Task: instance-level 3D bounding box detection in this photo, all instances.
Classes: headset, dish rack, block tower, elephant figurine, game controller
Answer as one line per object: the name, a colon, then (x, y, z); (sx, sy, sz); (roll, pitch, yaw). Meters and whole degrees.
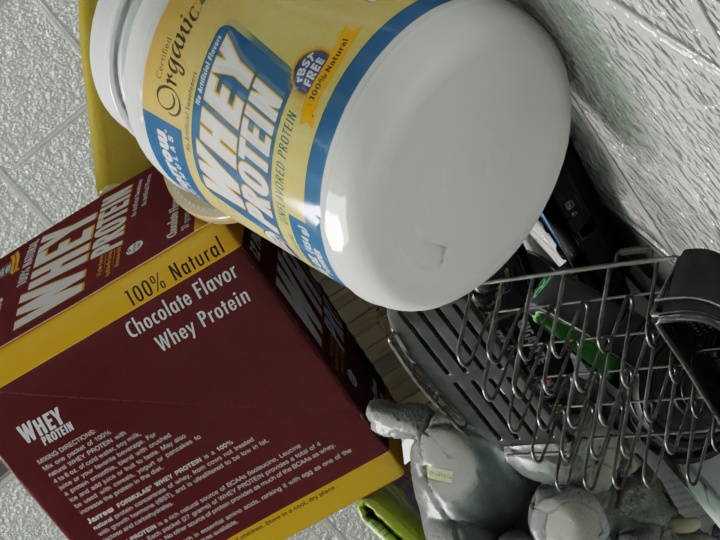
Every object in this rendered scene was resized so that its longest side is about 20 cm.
headset: (0.168, 0.078, 0.962); (0.199, 0.094, 0.124); (34, 175, 15)
dish rack: (0.111, 0.056, 0.856); (0.199, 0.055, 0.154); (-7, 137, 33)
block tower: (0.012, 0.011, 1.088); (0.200, 0.058, 0.054); (55, -169, -15)
elephant figurine: (0.126, 0.136, 1.043); (0.199, 0.141, 0.156); (6, -110, -53)
game controller: (0.100, -0.047, 0.993); (0.104, 0.042, 0.200); (50, 179, 35)

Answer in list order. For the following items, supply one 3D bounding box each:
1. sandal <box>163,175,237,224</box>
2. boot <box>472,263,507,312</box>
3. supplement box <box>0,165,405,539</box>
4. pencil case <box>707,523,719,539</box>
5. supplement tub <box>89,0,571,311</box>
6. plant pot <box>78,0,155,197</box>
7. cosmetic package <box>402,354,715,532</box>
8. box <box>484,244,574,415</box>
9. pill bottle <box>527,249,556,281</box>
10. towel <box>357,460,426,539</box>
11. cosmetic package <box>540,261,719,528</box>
sandal: (-0.103, -0.103, 0.994); (0.070, 0.078, 0.212); (44, -171, -35)
boot: (0.046, -0.032, 0.991); (0.211, 0.079, 0.158); (52, -165, -54)
supplement box: (-0.108, 0.061, 1.077); (0.200, 0.197, 0.133); (55, -167, -25)
pencil case: (0.296, 0.225, 1.187); (0.090, 0.078, 0.200); (59, 177, -17)
supplement tub: (-0.018, -0.083, 0.829); (0.200, 0.145, 0.145); (30, 167, 37)
plant pot: (-0.086, -0.161, 1.191); (0.194, 0.194, 0.201); (47, -150, -87)
cosmetic package: (0.170, 0.164, 1.353); (0.199, 0.123, 0.200); (1, -138, -53)
box: (0.096, 0.010, 1.204); (0.199, 0.049, 0.201); (61, -171, -49)
pill bottle: (0.134, 0.057, 1.525); (0.112, 0.112, 0.200); (50, 179, 18)
towel: (0.087, 0.159, 1.124); (0.143, 0.023, 0.200); (35, -159, 14)
cosmetic package: (0.203, 0.088, 1.151); (0.200, 0.052, 0.151); (52, 178, 23)
